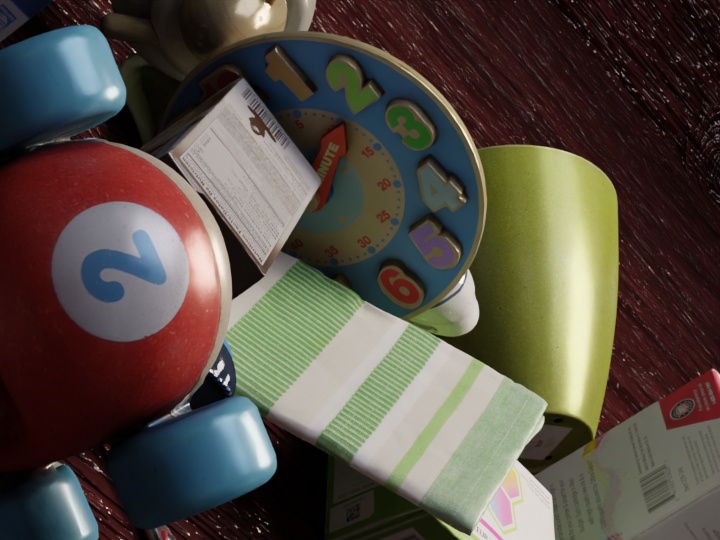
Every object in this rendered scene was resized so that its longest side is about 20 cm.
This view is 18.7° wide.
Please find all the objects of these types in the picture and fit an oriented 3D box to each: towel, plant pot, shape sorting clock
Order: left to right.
[{"bbox_3d":[-0.025,-0.047,1.267,0.200,0.200,0.039,52,32,-14],"label":"shape sorting clock"},{"bbox_3d":[-0.003,0.063,1.209,0.199,0.023,0.153,29,30,9],"label":"towel"},{"bbox_3d":[0.113,0.043,1.622,0.187,0.186,0.201,39,36,-47],"label":"plant pot"}]

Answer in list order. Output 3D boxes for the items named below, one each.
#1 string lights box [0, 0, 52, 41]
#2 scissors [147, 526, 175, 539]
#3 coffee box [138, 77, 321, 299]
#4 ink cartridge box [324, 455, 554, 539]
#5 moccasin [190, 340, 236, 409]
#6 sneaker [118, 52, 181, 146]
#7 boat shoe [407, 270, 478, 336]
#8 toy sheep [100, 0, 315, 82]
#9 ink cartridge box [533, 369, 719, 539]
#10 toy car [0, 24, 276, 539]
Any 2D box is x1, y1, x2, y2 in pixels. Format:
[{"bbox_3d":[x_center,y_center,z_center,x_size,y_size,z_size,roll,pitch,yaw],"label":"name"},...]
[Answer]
[{"bbox_3d":[-0.152,-0.228,1.258,0.059,0.200,0.103,47,17,-27],"label":"string lights box"},{"bbox_3d":[-0.086,0.142,1.038,0.073,0.014,0.200,34,24,-49],"label":"scissors"},{"bbox_3d":[-0.100,-0.023,1.151,0.080,0.114,0.200,53,16,-8],"label":"coffee box"},{"bbox_3d":[0.050,0.112,1.322,0.148,0.076,0.201,45,33,-37],"label":"ink cartridge box"},{"bbox_3d":[-0.137,0.041,1.000,0.200,0.080,0.068,23,37,-39],"label":"moccasin"},{"bbox_3d":[-0.093,-0.057,1.363,0.090,0.067,0.201,6,50,-61],"label":"sneaker"},{"bbox_3d":[0.004,-0.003,1.422,0.201,0.075,0.086,21,-29,42],"label":"boat shoe"},{"bbox_3d":[-0.093,-0.176,1.324,0.138,0.138,0.200,47,13,-29],"label":"toy sheep"},{"bbox_3d":[0.183,0.174,1.455,0.086,0.200,0.148,51,15,-20],"label":"ink cartridge box"},{"bbox_3d":[-0.157,0.031,0.777,0.200,0.176,0.185,-23,90,-63],"label":"toy car"}]
